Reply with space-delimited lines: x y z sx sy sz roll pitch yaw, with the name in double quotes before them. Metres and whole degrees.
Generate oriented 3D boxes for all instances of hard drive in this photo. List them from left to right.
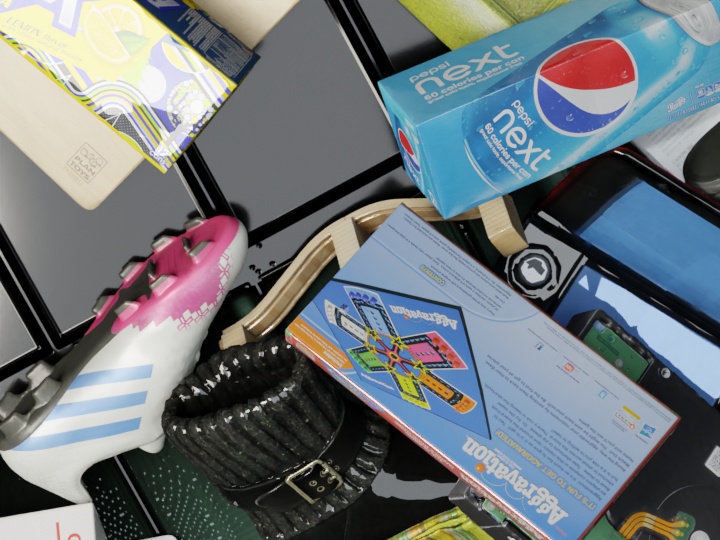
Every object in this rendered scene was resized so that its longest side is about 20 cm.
"hard drive" 0.164 0.137 1.435 0.200 0.038 0.140 40 70 -13

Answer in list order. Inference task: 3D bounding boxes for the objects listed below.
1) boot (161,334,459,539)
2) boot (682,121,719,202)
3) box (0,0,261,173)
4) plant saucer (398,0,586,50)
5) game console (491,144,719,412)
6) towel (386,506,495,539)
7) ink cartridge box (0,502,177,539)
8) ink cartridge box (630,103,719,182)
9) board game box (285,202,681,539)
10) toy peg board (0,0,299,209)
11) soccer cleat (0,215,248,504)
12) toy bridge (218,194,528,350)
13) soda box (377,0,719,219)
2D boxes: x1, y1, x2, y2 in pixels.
"boot" 0.008 0.092 1.452 0.211 0.079 0.158 -28 116 7
"boot" 0.289 -0.021 1.453 0.200 0.069 0.174 -18 117 -12
"box" -0.157 -0.148 1.371 0.200 0.064 0.070 40 110 -4
"plant saucer" 0.093 -0.224 1.438 0.200 0.048 0.200 43 95 4
"game console" 0.174 0.042 1.458 0.200 0.119 0.172 32 95 -5
"towel" 0.006 0.204 1.475 0.200 0.018 0.086 -29 125 22
"ink cartridge box" -0.203 0.207 1.469 0.200 0.067 0.116 -10 59 0
"ink cartridge box" 0.188 -0.162 1.476 0.163 0.057 0.200 -44 82 4
"board game box" 0.067 0.060 1.392 0.200 0.019 0.103 38 71 13
"toy peg board" -0.152 -0.179 1.445 0.200 0.098 0.199 44 110 -6
"soccer cleat" -0.126 0.054 1.484 0.200 0.070 0.086 -44 112 6
"toy bridge" 0.000 0.000 1.474 0.200 0.027 0.067 -28 54 17
"soda box" 0.118 -0.104 1.394 0.200 0.068 0.064 -24 120 -8
